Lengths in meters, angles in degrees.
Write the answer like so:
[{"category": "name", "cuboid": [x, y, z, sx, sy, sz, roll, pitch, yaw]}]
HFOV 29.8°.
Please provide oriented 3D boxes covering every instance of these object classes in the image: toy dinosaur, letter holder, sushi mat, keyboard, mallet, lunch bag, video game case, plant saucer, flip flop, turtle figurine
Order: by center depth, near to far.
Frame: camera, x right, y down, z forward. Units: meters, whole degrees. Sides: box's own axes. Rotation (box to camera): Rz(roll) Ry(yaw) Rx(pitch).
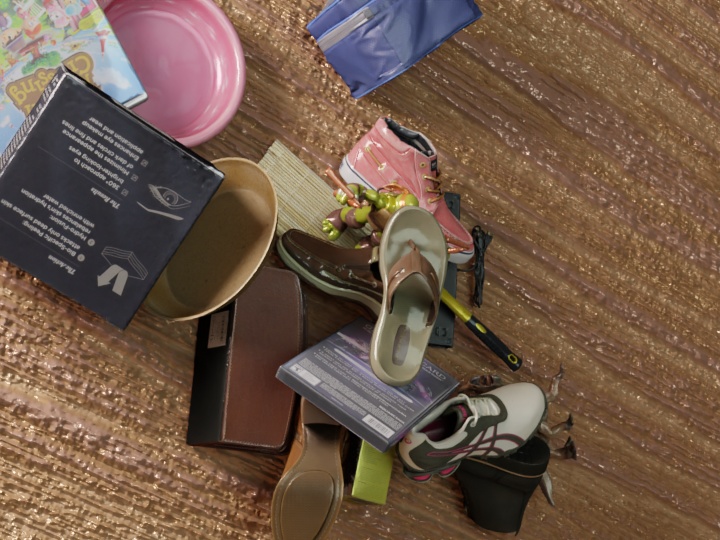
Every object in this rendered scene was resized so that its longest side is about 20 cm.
[{"category": "video game case", "cuboid": [-0.359, -0.221, 1.461, 0.199, 0.022, 0.183, -29, 96, -8]}, {"category": "flip flop", "cuboid": [0.054, 0.026, 1.475, 0.081, 0.058, 0.201, 15, 76, -12]}, {"category": "video game case", "cuboid": [0.012, 0.120, 1.484, 0.143, 0.019, 0.200, 34, 25, 14]}, {"category": "plant saucer", "cuboid": [-0.163, -0.029, 1.489, 0.035, 0.199, 0.201, 39, 63, -46]}, {"category": "letter holder", "cuboid": [-0.106, 0.105, 1.536, 0.142, 0.100, 0.201, 11, 77, -28]}, {"category": "plant saucer", "cuboid": [-0.231, -0.233, 1.552, 0.200, 0.051, 0.202, 5, 80, -28]}, {"category": "turtle figurine", "cuboid": [0.020, -0.067, 1.577, 0.199, 0.161, 0.065, 25, 66, -22]}, {"category": "sushi mat", "cuboid": [-0.055, -0.061, 1.638, 0.200, 0.012, 0.096, 41, 65, -16]}, {"category": "lunch bag", "cuboid": [0.042, -0.321, 1.661, 0.200, 0.136, 0.133, -39, 101, -27]}, {"category": "mallet", "cuboid": [0.122, 0.062, 1.677, 0.066, 0.041, 0.200, -45, 102, -23]}, {"category": "toy dinosaur", "cuboid": [0.196, 0.197, 1.687, 0.135, 0.086, 0.201, -8, 113, 4]}, {"category": "keyboard", "cuboid": [0.107, -0.002, 1.710, 0.126, 0.021, 0.201, 8, 79, -20]}]

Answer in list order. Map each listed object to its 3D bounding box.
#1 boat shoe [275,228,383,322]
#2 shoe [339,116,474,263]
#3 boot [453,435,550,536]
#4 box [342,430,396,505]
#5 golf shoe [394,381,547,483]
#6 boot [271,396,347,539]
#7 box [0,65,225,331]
[{"category": "boat shoe", "cuboid": [0.001, -0.003, 1.586, 0.202, 0.075, 0.075, 29, 28, -10]}, {"category": "shoe", "cuboid": [0.076, -0.098, 1.645, 0.200, 0.091, 0.072, 38, 27, -5]}, {"category": "boot", "cuboid": [0.119, 0.247, 1.649, 0.199, 0.139, 0.078, 20, 36, 14]}, {"category": "box", "cuboid": [0.014, 0.174, 1.601, 0.050, 0.075, 0.201, 20, 72, -24]}, {"category": "golf shoe", "cuboid": [0.135, 0.176, 1.553, 0.199, 0.088, 0.077, -25, 59, -20]}, {"category": "boot", "cuboid": [-0.049, 0.220, 1.525, 0.073, 0.155, 0.201, 13, 85, 1]}, {"category": "box", "cuboid": [-0.284, -0.078, 1.424, 0.196, 0.117, 0.200, 34, 92, -20]}]
